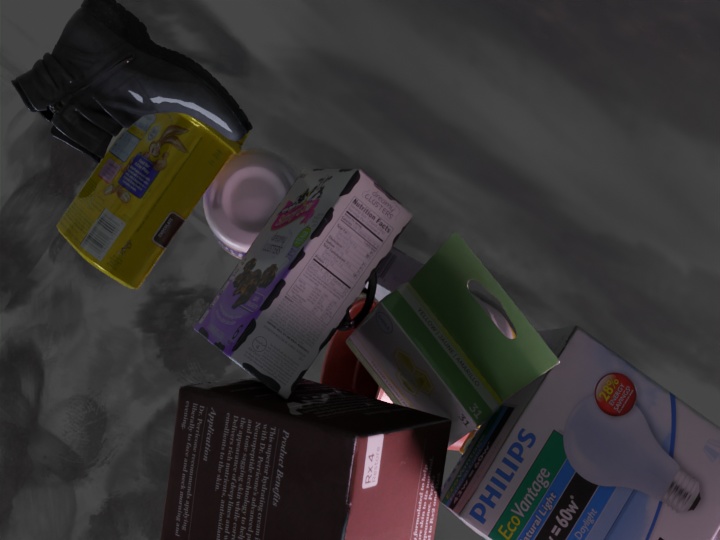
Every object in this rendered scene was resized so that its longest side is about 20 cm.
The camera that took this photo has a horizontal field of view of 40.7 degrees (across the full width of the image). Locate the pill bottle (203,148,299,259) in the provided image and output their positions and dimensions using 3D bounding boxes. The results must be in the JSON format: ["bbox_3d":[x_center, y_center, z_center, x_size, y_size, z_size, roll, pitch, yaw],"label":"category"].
[{"bbox_3d":[-0.122,-0.068,1.124,0.111,0.112,0.200,35,174,-2],"label":"pill bottle"}]

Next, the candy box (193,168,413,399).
[{"bbox_3d":[-0.059,0.003,0.913,0.071,0.201,0.167,37,172,-19],"label":"candy box"}]

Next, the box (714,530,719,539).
[{"bbox_3d":[0.351,0.275,1.253,0.163,0.087,0.200,39,173,-26],"label":"box"}]

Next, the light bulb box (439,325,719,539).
[{"bbox_3d":[0.206,0.187,0.876,0.199,0.199,0.125,34,172,-1],"label":"light bulb box"}]

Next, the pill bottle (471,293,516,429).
[{"bbox_3d":[0.121,0.098,1.057,0.114,0.115,0.200,31,172,29],"label":"pill bottle"}]

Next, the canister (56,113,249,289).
[{"bbox_3d":[-0.221,-0.095,1.015,0.086,0.201,0.148,36,177,-37],"label":"canister"}]

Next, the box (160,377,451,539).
[{"bbox_3d":[-0.050,0.197,0.873,0.198,0.168,0.164,11,-177,32],"label":"box"}]

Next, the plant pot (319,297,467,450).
[{"bbox_3d":[0.070,0.159,1.339,0.193,0.203,0.200,16,-178,-24],"label":"plant pot"}]

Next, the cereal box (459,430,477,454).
[{"bbox_3d":[0.226,0.198,1.098,0.199,0.145,0.039,28,171,42],"label":"cereal box"}]

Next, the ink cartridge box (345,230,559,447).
[{"bbox_3d":[0.075,0.074,0.882,0.146,0.048,0.200,52,150,8],"label":"ink cartridge box"}]

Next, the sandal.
[{"bbox_3d":[-0.008,0.012,0.970,0.048,0.075,0.201,38,-146,-15],"label":"sandal"}]

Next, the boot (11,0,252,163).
[{"bbox_3d":[-0.210,-0.150,0.904,0.199,0.132,0.070,36,173,-3],"label":"boot"}]

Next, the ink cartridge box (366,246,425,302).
[{"bbox_3d":[0.065,0.032,1.160,0.108,0.051,0.200,32,173,27],"label":"ink cartridge box"}]

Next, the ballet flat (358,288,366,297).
[{"bbox_3d":[0.000,0.000,1.259,0.074,0.069,0.200,11,173,14],"label":"ballet flat"}]
